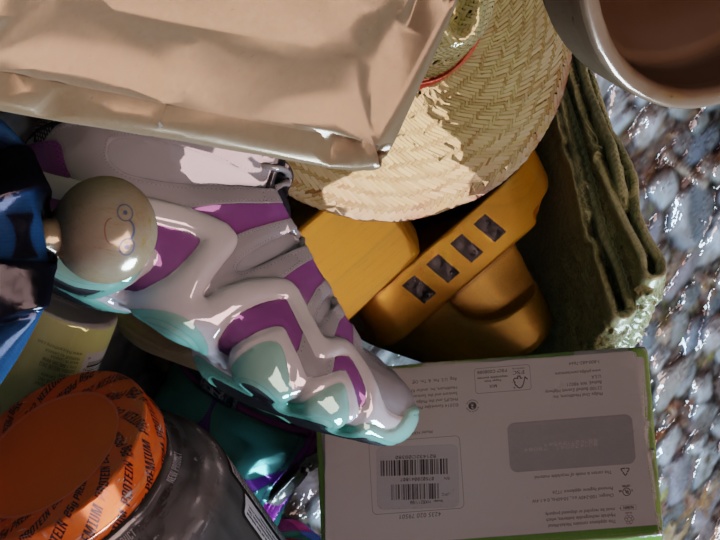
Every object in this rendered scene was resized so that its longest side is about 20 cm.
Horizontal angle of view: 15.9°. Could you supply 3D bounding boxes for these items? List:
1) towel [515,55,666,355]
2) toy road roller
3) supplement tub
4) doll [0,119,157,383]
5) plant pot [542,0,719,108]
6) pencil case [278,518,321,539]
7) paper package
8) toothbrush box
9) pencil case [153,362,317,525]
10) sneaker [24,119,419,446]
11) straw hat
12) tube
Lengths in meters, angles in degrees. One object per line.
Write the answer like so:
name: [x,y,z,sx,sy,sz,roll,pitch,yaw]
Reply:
towel: [0.086,0.000,1.234,0.036,0.149,0.200,-2,151,-22]
toy road roller: [0.000,0.000,1.162,0.200,0.123,0.147,-40,116,-20]
supplement tub: [-0.085,0.146,1.108,0.123,0.122,0.201,-44,125,-17]
doll: [-0.167,-0.003,0.916,0.199,0.048,0.138,-8,86,-27]
plant pot: [0.113,-0.166,0.897,0.200,0.092,0.202,-30,136,-33]
pencil case: [0.012,0.196,1.300,0.088,0.199,0.089,-24,124,-40]
paper package: [-0.095,-0.127,0.902,0.189,0.200,0.104,8,111,-34]
toothbrush box: [0.060,0.105,1.162,0.200,0.144,0.087,77,9,-73]
pencil case: [-0.080,0.136,1.232,0.085,0.092,0.201,4,114,-50]
sneaker: [-0.037,-0.025,1.022,0.199,0.078,0.141,31,79,-24]
straw hat: [0.015,-0.127,1.059,0.201,0.201,0.085,-40,-176,-22]
tube: [-0.167,0.098,1.146,0.058,0.052,0.201,19,109,-11]
